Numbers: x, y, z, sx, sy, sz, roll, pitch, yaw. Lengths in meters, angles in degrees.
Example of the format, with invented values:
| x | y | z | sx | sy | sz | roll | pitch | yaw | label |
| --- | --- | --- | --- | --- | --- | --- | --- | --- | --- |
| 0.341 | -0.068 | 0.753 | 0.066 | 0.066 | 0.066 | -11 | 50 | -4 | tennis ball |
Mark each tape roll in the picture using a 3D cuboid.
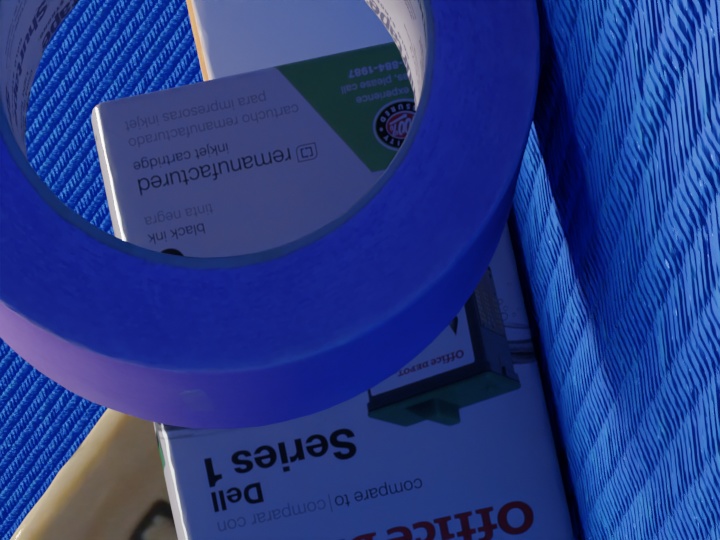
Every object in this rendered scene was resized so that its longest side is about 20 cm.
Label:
| x | y | z | sx | sy | sz | roll | pitch | yaw | label |
| --- | --- | --- | --- | --- | --- | --- | --- | --- | --- |
| -0.045 | -0.057 | 0.798 | 0.085 | 0.198 | 0.201 | 93 | 165 | -74 | tape roll |

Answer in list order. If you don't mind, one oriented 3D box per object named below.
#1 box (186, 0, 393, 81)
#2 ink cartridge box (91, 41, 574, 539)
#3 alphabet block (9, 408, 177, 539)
| x | y | z | sx | sy | sz | roll | pitch | yaw | label |
| --- | --- | --- | --- | --- | --- | --- | --- | --- | --- |
| -0.024 | -0.099 | 1.137 | 0.125 | 0.097 | 0.201 | 87 | 170 | -68 | box |
| -0.011 | 0.026 | 0.960 | 0.084 | 0.145 | 0.202 | 130 | 127 | -84 | ink cartridge box |
| -0.080 | 0.166 | 1.356 | 0.196 | 0.200 | 0.195 | 37 | 177 | -2 | alphabet block |
